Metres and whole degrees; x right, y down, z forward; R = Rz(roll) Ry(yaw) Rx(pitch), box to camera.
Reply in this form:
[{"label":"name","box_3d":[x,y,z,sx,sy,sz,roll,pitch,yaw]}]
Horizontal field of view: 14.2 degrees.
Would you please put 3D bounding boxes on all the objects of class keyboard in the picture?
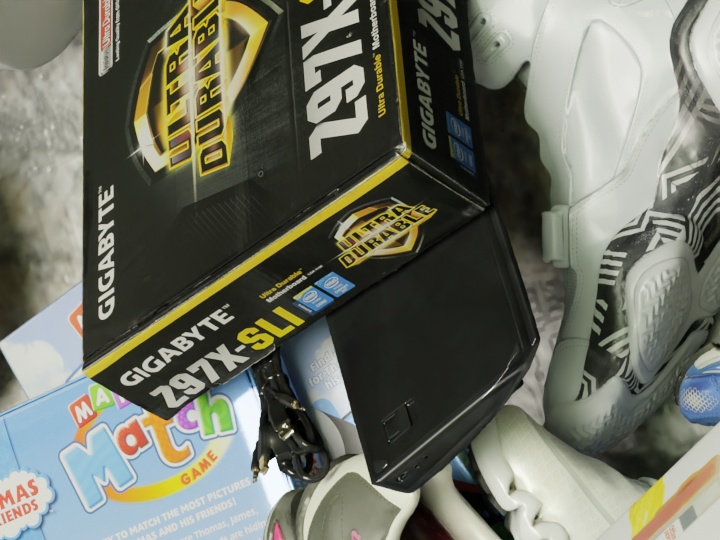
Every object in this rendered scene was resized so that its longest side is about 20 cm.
[{"label":"keyboard","box_3d":[0.000,0.000,1.017,0.127,0.021,0.200,-40,39,23]}]

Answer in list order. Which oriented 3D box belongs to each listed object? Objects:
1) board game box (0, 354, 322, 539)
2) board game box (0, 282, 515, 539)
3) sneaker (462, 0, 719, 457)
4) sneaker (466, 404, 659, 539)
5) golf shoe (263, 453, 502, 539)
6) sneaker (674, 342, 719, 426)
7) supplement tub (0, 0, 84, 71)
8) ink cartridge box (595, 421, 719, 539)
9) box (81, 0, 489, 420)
[{"label":"board game box","box_3d":[-0.069,0.133,1.086,0.151,0.037,0.200,-24,83,25]},{"label":"board game box","box_3d":[-0.033,0.072,1.116,0.151,0.037,0.200,-36,76,22]},{"label":"sneaker","box_3d":[0.083,-0.039,1.047,0.115,0.075,0.200,23,97,25]},{"label":"sneaker","box_3d":[0.123,0.107,1.012,0.200,0.075,0.081,40,92,-7]},{"label":"golf shoe","box_3d":[0.042,0.152,1.004,0.200,0.077,0.088,55,148,-2]},{"label":"sneaker","box_3d":[0.199,0.073,0.990,0.200,0.079,0.089,16,96,24]},{"label":"supplement tub","box_3d":[-0.216,-0.146,1.146,0.200,0.145,0.146,5,94,25]},{"label":"ink cartridge box","box_3d":[0.134,0.141,0.925,0.145,0.083,0.200,40,107,-14]},{"label":"box","box_3d":[-0.034,-0.067,1.049,0.160,0.049,0.200,-32,43,30]}]
